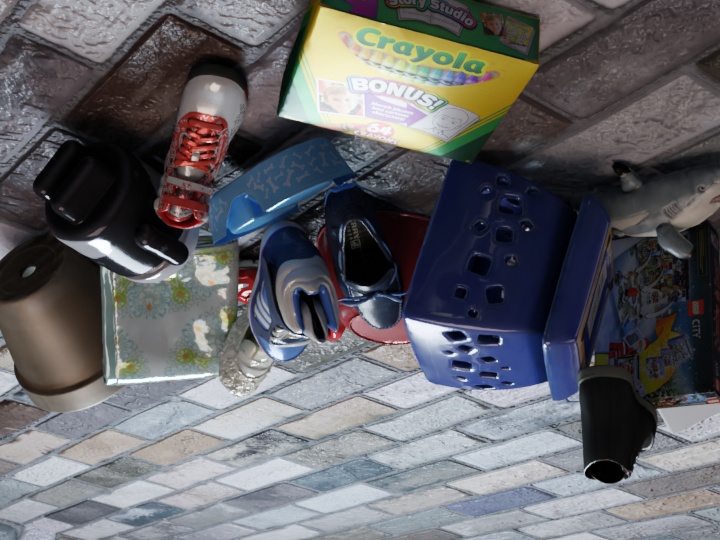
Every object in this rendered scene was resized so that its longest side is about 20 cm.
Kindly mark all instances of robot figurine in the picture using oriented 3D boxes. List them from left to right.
[{"bbox_3d":[-0.264,-0.066,1.328,0.124,0.151,0.200,-21,148,22],"label":"robot figurine"}]

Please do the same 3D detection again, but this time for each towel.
[{"bbox_3d":[-0.237,0.049,1.493,0.171,0.048,0.201,-2,116,-14],"label":"towel"}]

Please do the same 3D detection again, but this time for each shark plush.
[{"bbox_3d":[0.286,-0.086,1.269,0.199,0.091,0.083,16,141,31],"label":"shark plush"}]

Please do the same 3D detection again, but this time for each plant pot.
[{"bbox_3d":[-0.392,0.056,1.565,0.199,0.200,0.174,-6,135,24],"label":"plant pot"},{"bbox_3d":[0.166,0.019,1.275,0.179,0.201,0.200,12,157,19],"label":"plant pot"}]

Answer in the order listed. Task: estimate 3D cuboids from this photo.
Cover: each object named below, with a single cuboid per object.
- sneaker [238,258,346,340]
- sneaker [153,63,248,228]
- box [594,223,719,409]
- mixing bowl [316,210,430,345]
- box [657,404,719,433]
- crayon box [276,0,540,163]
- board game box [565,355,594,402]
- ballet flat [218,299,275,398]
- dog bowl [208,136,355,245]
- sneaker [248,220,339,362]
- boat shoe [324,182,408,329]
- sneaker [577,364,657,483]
[{"bbox_3d":[-0.107,0.044,1.557,0.199,0.085,0.077,13,153,-12],"label":"sneaker"},{"bbox_3d":[-0.163,-0.117,1.221,0.067,0.108,0.201,14,153,-14],"label":"sneaker"},{"bbox_3d":[0.332,0.055,1.342,0.136,0.201,0.038,-10,152,31],"label":"box"},{"bbox_3d":[0.038,0.023,1.457,0.199,0.109,0.200,6,155,3],"label":"mixing bowl"},{"bbox_3d":[0.383,0.097,1.474,0.097,0.125,0.200,-26,146,11],"label":"box"},{"bbox_3d":[0.040,-0.183,1.094,0.199,0.058,0.173,12,153,-11],"label":"crayon box"},{"bbox_3d":[0.332,0.131,1.682,0.135,0.035,0.200,-4,151,21],"label":"board game box"},{"bbox_3d":[-0.120,0.070,1.493,0.072,0.201,0.072,23,-177,-1],"label":"ballet flat"},{"bbox_3d":[-0.093,-0.086,1.284,0.111,0.050,0.200,-23,177,-42],"label":"dog bowl"},{"bbox_3d":[-0.074,0.058,1.367,0.080,0.147,0.201,-7,126,-16],"label":"sneaker"},{"bbox_3d":[0.000,0.000,1.307,0.084,0.069,0.200,-23,130,6],"label":"boat shoe"},{"bbox_3d":[0.267,0.183,1.266,0.075,0.107,0.200,-5,153,24],"label":"sneaker"}]
